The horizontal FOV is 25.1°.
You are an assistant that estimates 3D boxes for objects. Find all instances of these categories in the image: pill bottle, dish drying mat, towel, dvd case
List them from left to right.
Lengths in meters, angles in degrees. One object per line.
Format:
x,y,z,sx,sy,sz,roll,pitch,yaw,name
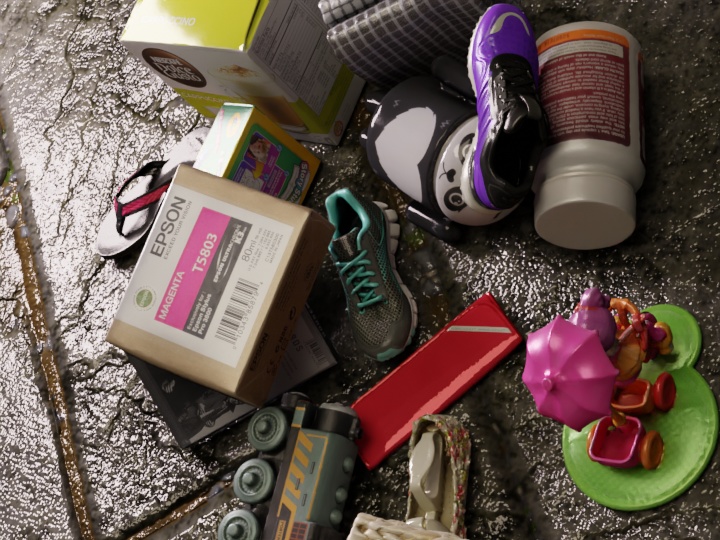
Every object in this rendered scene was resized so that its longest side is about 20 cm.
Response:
-0.141,0.077,1.690,0.200,0.025,0.151,-29,92,15,dvd case
0.067,0.107,1.596,0.200,0.018,0.077,-40,50,8,dish drying mat
0.073,-0.252,1.684,0.165,0.200,0.086,-27,66,20,towel
0.218,-0.129,1.569,0.114,0.114,0.201,-12,58,28,pill bottle

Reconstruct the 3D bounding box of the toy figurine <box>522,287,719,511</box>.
0.216,0.083,1.402,0.150,0.184,0.201,5,66,35,toy figurine

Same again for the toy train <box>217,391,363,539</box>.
-0.062,0.218,1.578,0.114,0.085,0.201,5,70,29,toy train

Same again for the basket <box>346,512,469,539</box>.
0.075,0.320,1.336,0.199,0.198,0.161,9,65,23,basket

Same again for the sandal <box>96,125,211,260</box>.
-0.248,-0.099,1.905,0.200,0.045,0.075,-48,49,1,sandal

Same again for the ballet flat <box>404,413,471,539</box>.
0.063,0.224,1.503,0.075,0.064,0.201,-13,58,27,ballet flat

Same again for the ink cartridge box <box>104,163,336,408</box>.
-0.140,0.014,1.614,0.164,0.075,0.201,19,84,23,ink cartridge box

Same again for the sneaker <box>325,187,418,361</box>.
0.000,0.000,1.654,0.077,0.091,0.201,-27,52,19,sneaker

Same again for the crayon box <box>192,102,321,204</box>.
-0.135,-0.066,1.760,0.058,0.119,0.201,9,69,45,crayon box

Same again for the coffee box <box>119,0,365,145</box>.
-0.111,-0.284,1.819,0.199,0.198,0.201,11,71,37,coffee box

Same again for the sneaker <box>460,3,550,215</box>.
0.145,-0.154,1.512,0.099,0.069,0.201,171,102,-73,sneaker

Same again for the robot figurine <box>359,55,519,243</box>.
0.085,-0.124,1.645,0.125,0.150,0.200,-44,47,-13,robot figurine
